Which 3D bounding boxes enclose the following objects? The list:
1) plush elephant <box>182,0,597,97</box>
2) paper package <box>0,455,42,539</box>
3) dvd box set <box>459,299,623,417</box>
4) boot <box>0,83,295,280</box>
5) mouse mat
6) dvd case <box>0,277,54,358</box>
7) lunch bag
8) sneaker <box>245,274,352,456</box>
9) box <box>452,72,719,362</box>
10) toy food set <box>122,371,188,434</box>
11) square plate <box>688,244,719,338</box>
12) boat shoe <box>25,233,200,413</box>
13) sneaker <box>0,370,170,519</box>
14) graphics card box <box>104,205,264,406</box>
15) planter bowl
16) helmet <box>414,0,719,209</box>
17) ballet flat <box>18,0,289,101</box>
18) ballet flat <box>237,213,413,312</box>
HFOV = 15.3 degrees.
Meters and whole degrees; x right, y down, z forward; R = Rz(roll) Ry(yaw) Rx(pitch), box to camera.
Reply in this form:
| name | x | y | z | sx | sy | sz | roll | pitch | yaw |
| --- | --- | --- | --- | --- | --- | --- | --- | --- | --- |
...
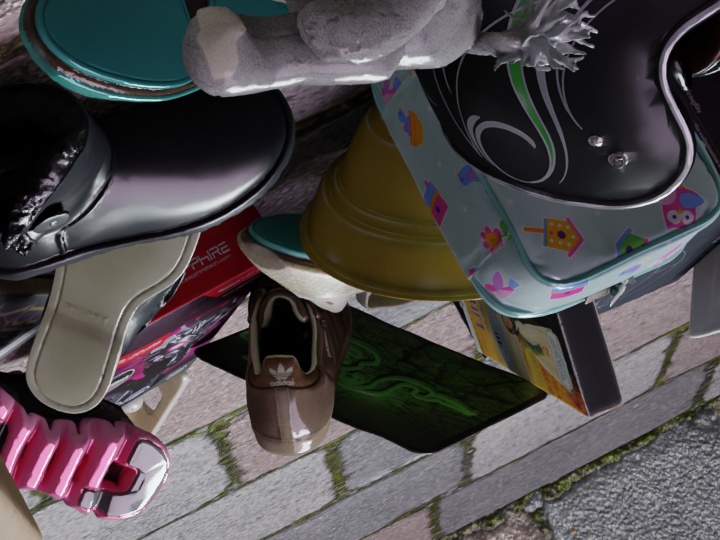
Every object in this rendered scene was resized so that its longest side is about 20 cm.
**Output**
| name | x | y | z | sx | sy | sz | roll | pitch | yaw |
| --- | --- | --- | --- | --- | --- | --- | --- | --- | --- |
| plush elephant | 0.014 | -0.169 | 1.165 | 0.199 | 0.156 | 0.165 | 5 | -152 | -2 |
| paper package | -0.261 | 0.075 | 1.399 | 0.103 | 0.191 | 0.200 | -29 | 168 | -6 |
| dvd box set | 0.105 | 0.006 | 1.787 | 0.029 | 0.147 | 0.200 | -22 | -162 | -14 |
| boot | -0.133 | -0.058 | 1.400 | 0.199 | 0.077 | 0.168 | -21 | 170 | 0 |
| mouse mat | 0.008 | 0.069 | 1.809 | 0.161 | 0.199 | 0.008 | -21 | 125 | -52 |
| dvd case | -0.273 | 0.047 | 1.651 | 0.148 | 0.016 | 0.200 | -34 | 166 | 22 |
| lunch bag | 0.111 | -0.076 | 1.550 | 0.160 | 0.201 | 0.077 | -22 | 166 | -29 |
| sneaker | -0.041 | 0.031 | 1.753 | 0.070 | 0.200 | 0.076 | -3 | 127 | 0 |
| box | 0.177 | -0.053 | 1.926 | 0.196 | 0.124 | 0.200 | -19 | 164 | -32 |
| toy food set | -0.229 | 0.132 | 1.954 | 0.199 | 0.061 | 0.144 | -21 | 165 | -24 |
| square plate | 0.303 | -0.055 | 1.950 | 0.028 | 0.199 | 0.200 | 11 | 170 | -20 |
| boat shoe | -0.141 | -0.006 | 1.598 | 0.066 | 0.074 | 0.200 | -74 | -174 | -57 |
| sneaker | -0.219 | 0.092 | 1.676 | 0.199 | 0.095 | 0.079 | 22 | 110 | -30 |
| graphics card box | -0.141 | 0.035 | 1.761 | 0.125 | 0.051 | 0.200 | -30 | 171 | -33 |
| planter bowl | 0.057 | -0.066 | 1.641 | 0.200 | 0.200 | 0.084 | -21 | 124 | -24 |
| helmet | 0.115 | -0.149 | 1.307 | 0.199 | 0.200 | 0.191 | -21 | 132 | -25 |
| ballet flat | -0.094 | -0.114 | 1.310 | 0.199 | 0.068 | 0.070 | -13 | 175 | -40 |
| ballet flat | 0.000 | 0.000 | 1.718 | 0.199 | 0.067 | 0.063 | -3 | 123 | -40 |
